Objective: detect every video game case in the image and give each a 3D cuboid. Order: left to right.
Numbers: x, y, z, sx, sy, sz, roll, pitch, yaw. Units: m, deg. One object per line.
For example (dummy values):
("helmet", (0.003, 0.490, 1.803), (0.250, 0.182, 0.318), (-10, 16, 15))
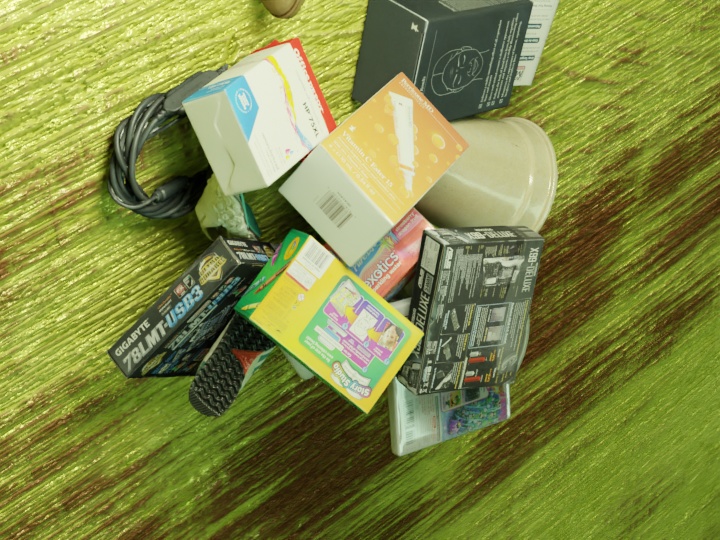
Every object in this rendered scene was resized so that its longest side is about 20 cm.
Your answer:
("video game case", (0.113, 0.120, 1.795), (0.180, 0.024, 0.203), (-15, 111, -29))

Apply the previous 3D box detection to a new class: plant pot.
("plant pot", (0.129, -0.132, 1.867), (0.182, 0.200, 0.202), (17, 106, -41))

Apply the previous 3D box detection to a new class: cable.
("cable", (-0.205, -0.135, 1.589), (0.200, 0.051, 0.164), (-41, 148, -22))

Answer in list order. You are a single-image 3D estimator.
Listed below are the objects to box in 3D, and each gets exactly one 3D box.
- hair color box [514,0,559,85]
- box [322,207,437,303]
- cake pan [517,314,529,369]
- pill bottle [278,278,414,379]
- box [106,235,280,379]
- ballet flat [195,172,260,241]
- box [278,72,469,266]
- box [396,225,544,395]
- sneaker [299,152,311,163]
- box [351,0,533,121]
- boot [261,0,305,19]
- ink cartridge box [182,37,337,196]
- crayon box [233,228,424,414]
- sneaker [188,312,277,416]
("hair color box", (0.209, -0.349, 1.866), (0.099, 0.060, 0.202), (-10, 125, -44))
("box", (0.000, 0.000, 1.741), (0.200, 0.103, 0.095), (-47, 172, -2))
("cake pan", (0.133, 0.086, 1.834), (0.198, 0.037, 0.203), (-10, 109, -29))
("pill bottle", (-0.022, 0.044, 1.843), (0.199, 0.113, 0.113), (-34, 143, 0))
("box", (-0.181, 0.047, 1.673), (0.200, 0.050, 0.198), (-46, 163, 13))
("ballet flat", (-0.158, -0.064, 1.633), (0.072, 0.072, 0.200), (-46, 166, -10))
("box", (0.019, -0.120, 1.626), (0.097, 0.124, 0.200), (-42, -177, 44))
("box", (0.136, 0.047, 1.727), (0.156, 0.050, 0.203), (-5, 114, -32))
("sneaker", (-0.038, -0.143, 1.701), (0.079, 0.115, 0.199), (-53, 146, 10))
("box", (0.103, -0.278, 1.764), (0.198, 0.107, 0.150), (-18, 132, -41))
("boot", (-0.140, -0.352, 1.468), (0.198, 0.066, 0.178), (-12, 115, -44))
("ink cartridge box", (-0.099, -0.180, 1.558), (0.200, 0.067, 0.117), (-46, 118, -49))
("crayon box", (-0.035, 0.061, 1.634), (0.200, 0.058, 0.119), (41, 82, -25))
("sneaker", (-0.138, 0.081, 1.694), (0.070, 0.093, 0.201), (36, 96, -11))
